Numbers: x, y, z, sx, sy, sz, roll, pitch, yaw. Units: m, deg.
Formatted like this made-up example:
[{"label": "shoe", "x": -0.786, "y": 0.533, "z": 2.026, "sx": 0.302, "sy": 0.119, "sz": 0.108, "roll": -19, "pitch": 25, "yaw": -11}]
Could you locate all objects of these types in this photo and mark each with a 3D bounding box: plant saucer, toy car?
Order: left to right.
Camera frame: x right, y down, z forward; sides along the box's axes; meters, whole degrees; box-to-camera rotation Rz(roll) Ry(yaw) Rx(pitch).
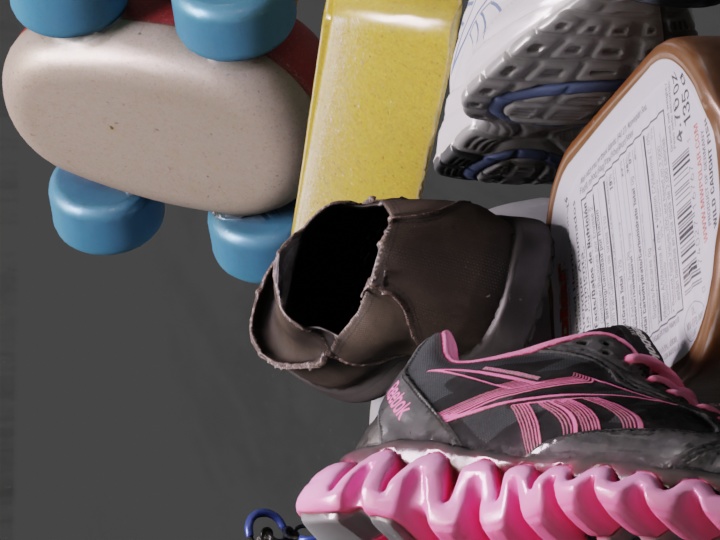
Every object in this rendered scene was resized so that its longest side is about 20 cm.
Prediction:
[{"label": "toy car", "x": -0.076, "y": -0.132, "z": 1.565, "sx": 0.185, "sy": 0.176, "sz": 0.200, "roll": 83, "pitch": -156, "yaw": -44}, {"label": "plant saucer", "x": 0.009, "y": -0.101, "z": 1.212, "sx": 0.200, "sy": 0.048, "sz": 0.201, "roll": 102, "pitch": 177, "yaw": -48}]

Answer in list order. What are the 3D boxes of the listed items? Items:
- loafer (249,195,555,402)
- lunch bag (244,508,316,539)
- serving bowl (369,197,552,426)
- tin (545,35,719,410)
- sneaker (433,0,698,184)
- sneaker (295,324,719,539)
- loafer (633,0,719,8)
[{"label": "loafer", "x": 0.000, "y": 0.000, "z": 1.079, "sx": 0.200, "sy": 0.071, "sz": 0.073, "roll": -17, "pitch": 55, "yaw": 65}, {"label": "lunch bag", "x": -0.036, "y": 0.208, "z": 1.340, "sx": 0.132, "sy": 0.135, "sz": 0.201, "roll": 179, "pitch": 91, "yaw": -77}, {"label": "serving bowl", "x": 0.044, "y": 0.073, "z": 1.137, "sx": 0.200, "sy": 0.065, "sz": 0.201, "roll": 179, "pitch": 90, "yaw": -78}, {"label": "tin", "x": 0.099, "y": -0.006, "z": 0.949, "sx": 0.200, "sy": 0.042, "sz": 0.113, "roll": 125, "pitch": 146, "yaw": -70}, {"label": "sneaker", "x": 0.064, "y": -0.087, "z": 1.026, "sx": 0.200, "sy": 0.074, "sz": 0.088, "roll": 142, "pitch": 131, "yaw": -74}, {"label": "sneaker", "x": 0.075, "y": 0.052, "z": 0.855, "sx": 0.079, "sy": 0.199, "sz": 0.096, "roll": 56, "pitch": -128, "yaw": -36}, {"label": "loafer", "x": 0.083, "y": -0.165, "z": 0.938, "sx": 0.072, "sy": 0.072, "sz": 0.201, "roll": 108, "pitch": 157, "yaw": -44}]
